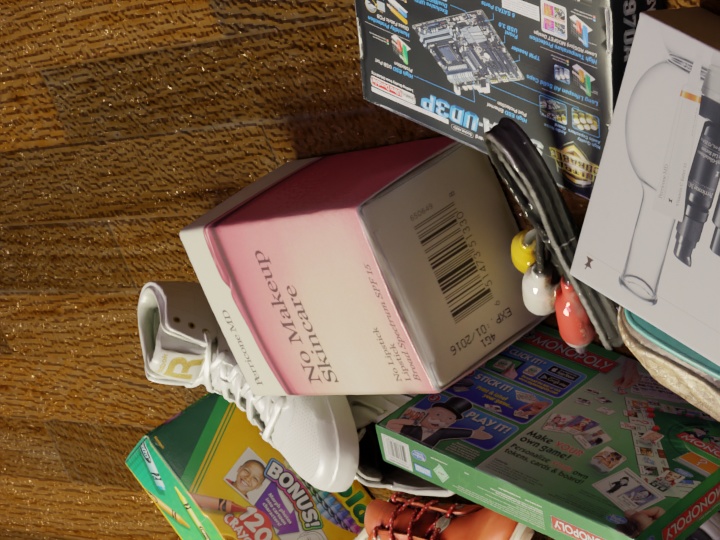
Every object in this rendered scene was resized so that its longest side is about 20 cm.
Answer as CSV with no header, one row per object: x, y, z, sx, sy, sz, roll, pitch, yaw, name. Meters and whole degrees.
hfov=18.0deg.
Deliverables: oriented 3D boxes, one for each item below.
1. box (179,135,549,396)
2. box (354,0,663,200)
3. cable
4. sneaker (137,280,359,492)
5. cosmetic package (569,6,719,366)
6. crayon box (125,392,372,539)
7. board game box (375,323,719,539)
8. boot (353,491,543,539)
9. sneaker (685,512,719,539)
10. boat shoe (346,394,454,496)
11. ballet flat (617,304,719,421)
0.000,0.000,1.419,0.200,0.109,0.128,-6,112,54,box
0.078,-0.140,1.259,0.200,0.046,0.159,27,137,38,box
0.104,-0.008,1.264,0.097,0.050,0.200,58,-177,26,cable
-0.086,0.078,1.531,0.200,0.115,0.074,55,134,43,sneaker
0.205,-0.025,1.129,0.200,0.052,0.151,33,122,40,cosmetic package
-0.061,0.178,1.638,0.200,0.119,0.058,52,147,6,crayon box
0.126,0.097,1.314,0.200,0.134,0.029,21,133,43,board game box
0.054,0.184,1.514,0.107,0.075,0.200,39,146,0,boot
0.215,0.249,1.342,0.200,0.114,0.075,58,147,-1,sneaker
0.014,0.116,1.536,0.200,0.066,0.072,13,127,47,boat shoe
0.228,0.069,1.239,0.200,0.071,0.065,39,170,30,ballet flat
